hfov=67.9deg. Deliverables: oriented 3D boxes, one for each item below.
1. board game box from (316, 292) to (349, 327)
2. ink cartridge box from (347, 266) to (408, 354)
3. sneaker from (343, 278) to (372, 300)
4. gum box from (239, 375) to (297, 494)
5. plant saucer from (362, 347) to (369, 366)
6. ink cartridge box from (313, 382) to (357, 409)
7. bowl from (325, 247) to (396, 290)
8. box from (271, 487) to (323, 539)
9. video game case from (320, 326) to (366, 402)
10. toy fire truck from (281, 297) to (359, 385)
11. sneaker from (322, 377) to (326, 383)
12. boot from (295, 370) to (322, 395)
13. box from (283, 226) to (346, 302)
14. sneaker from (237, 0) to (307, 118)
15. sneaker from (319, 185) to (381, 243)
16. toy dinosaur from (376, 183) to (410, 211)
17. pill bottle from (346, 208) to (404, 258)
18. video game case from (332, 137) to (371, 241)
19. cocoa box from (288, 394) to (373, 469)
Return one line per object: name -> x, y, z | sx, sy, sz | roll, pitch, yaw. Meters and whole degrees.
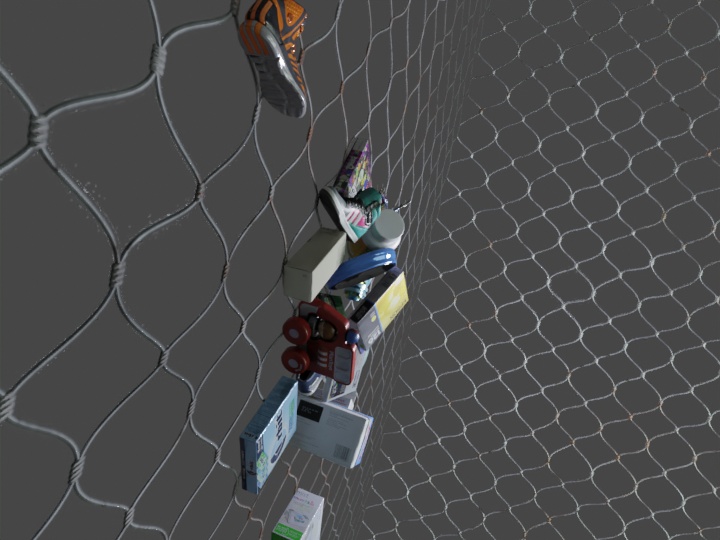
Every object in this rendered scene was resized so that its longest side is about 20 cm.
board game box -> -0.074, 0.116, 1.423 | 0.200, 0.023, 0.106 | 24, 48, -75
ink cartridge box -> 0.057, 0.119, 1.463 | 0.198, 0.047, 0.201 | -49, 147, -22
sneaker -> -0.004, 0.013, 1.580 | 0.201, 0.079, 0.131 | 85, 23, -53
gum box -> -0.206, 0.372, 1.222 | 0.200, 0.044, 0.171 | -54, 155, -54
plant saucer -> -0.015, 0.263, 1.671 | 0.202, 0.038, 0.202 | -57, -162, 29
ink cartridge box -> -0.094, 0.425, 1.572 | 0.068, 0.114, 0.201 | 81, 26, -59
bowl -> 0.000, 0.000, 1.365 | 0.201, 0.199, 0.040 | 18, 51, -76
box -> -0.193, 0.802, 1.613 | 0.176, 0.096, 0.202 | -46, 147, -59
video game case -> -0.034, 0.251, 1.479 | 0.182, 0.023, 0.202 | 3, 104, -65
toy fire truck -> -0.084, 0.161, 1.229 | 0.112, 0.167, 0.201 | -54, 155, -56
sneaker -> -0.057, 0.266, 1.587 | 0.071, 0.098, 0.202 | -54, 156, -60
boot -> -0.107, 0.224, 1.395 | 0.091, 0.072, 0.201 | 93, 18, -57
box -> -0.099, -0.018, 1.195 | 0.200, 0.068, 0.083 | -53, 154, -56
sneaker -> -0.110, -0.330, 0.812 | 0.200, 0.077, 0.113 | 72, 36, -66
sneaker -> -0.013, -0.156, 1.242 | 0.121, 0.084, 0.200 | -43, 149, -7
toy dinosaur -> 0.050, -0.197, 1.663 | 0.199, 0.105, 0.181 | -37, 177, -1
pill bottle -> 0.041, -0.088, 1.426 | 0.112, 0.110, 0.200 | -69, -168, -22
video game case -> -0.018, -0.206, 1.384 | 0.201, 0.036, 0.182 | 83, 26, -57
cocoa box -> -0.083, 0.428, 1.440 | 0.131, 0.198, 0.134 | 55, 53, -72
